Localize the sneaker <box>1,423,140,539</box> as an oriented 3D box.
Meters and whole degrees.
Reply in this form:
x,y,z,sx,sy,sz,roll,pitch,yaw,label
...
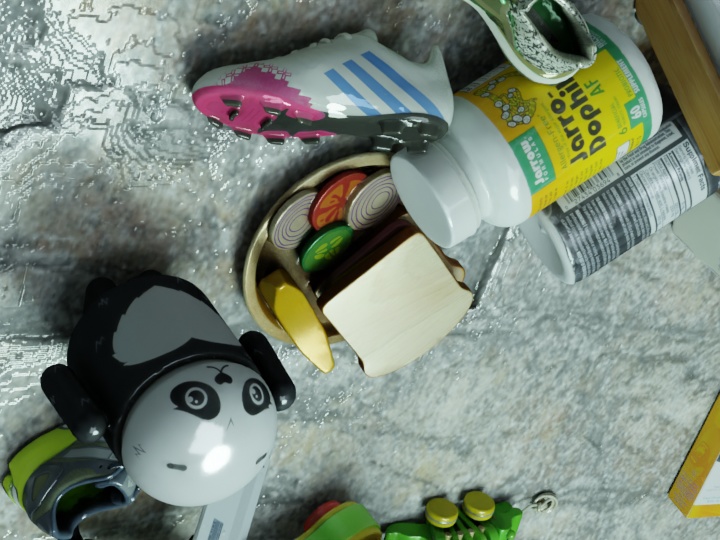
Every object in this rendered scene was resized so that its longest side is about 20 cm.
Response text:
x,y,z,sx,sy,sz,roll,pitch,yaw,label
-0.184,0.139,1.675,0.200,0.081,0.074,-41,137,1,sneaker

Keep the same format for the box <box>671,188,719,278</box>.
x,y,z,sx,sy,sz,roll,pitch,yaw,label
0.385,-0.064,1.891,0.199,0.095,0.078,-17,132,-24,box

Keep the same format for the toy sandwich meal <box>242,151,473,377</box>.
x,y,z,sx,sy,sz,roll,pitch,yaw,label
0.000,0.000,1.694,0.204,0.070,0.206,-19,133,-21,toy sandwich meal

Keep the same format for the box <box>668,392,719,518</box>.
x,y,z,sx,sy,sz,roll,pitch,yaw,label
0.396,0.156,2.120,0.118,0.041,0.201,2,121,-36,box

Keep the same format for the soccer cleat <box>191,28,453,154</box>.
x,y,z,sx,sy,sz,roll,pitch,yaw,label
-0.028,-0.139,1.574,0.199,0.087,0.070,6,160,-17,soccer cleat

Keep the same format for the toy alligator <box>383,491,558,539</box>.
x,y,z,sx,sy,sz,roll,pitch,yaw,label
0.116,0.244,1.987,0.199,0.054,0.060,-6,128,-31,toy alligator

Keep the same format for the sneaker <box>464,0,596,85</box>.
x,y,z,sx,sy,sz,roll,pitch,yaw,label
0.106,-0.213,1.544,0.200,0.089,0.077,40,85,-18,sneaker

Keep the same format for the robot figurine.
x,y,z,sx,sy,sz,roll,pitch,yaw,label
-0.141,0.082,1.570,0.150,0.200,0.125,-38,137,-1,robot figurine

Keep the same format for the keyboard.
x,y,z,sx,sy,sz,roll,pitch,yaw,label
-0.116,0.219,1.756,0.056,0.011,0.201,33,65,-41,keyboard

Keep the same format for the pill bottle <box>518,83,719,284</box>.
x,y,z,sx,sy,sz,roll,pitch,yaw,label
0.226,-0.083,1.756,0.199,0.106,0.107,-32,137,-8,pill bottle

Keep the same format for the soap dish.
x,y,z,sx,sy,sz,roll,pitch,yaw,label
0.314,-0.163,1.696,0.156,0.201,0.081,-1,149,-35,soap dish

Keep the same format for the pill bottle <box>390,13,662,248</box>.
x,y,z,sx,sy,sz,roll,pitch,yaw,label
0.126,-0.104,1.651,0.199,0.113,0.113,-32,137,-16,pill bottle

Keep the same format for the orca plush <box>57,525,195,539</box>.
x,y,z,sx,sy,sz,roll,pitch,yaw,label
-0.162,0.240,1.776,0.200,0.105,0.071,35,91,-24,orca plush

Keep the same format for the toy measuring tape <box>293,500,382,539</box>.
x,y,z,sx,sy,sz,roll,pitch,yaw,label
-0.032,0.233,1.843,0.074,0.074,0.200,-50,156,11,toy measuring tape
